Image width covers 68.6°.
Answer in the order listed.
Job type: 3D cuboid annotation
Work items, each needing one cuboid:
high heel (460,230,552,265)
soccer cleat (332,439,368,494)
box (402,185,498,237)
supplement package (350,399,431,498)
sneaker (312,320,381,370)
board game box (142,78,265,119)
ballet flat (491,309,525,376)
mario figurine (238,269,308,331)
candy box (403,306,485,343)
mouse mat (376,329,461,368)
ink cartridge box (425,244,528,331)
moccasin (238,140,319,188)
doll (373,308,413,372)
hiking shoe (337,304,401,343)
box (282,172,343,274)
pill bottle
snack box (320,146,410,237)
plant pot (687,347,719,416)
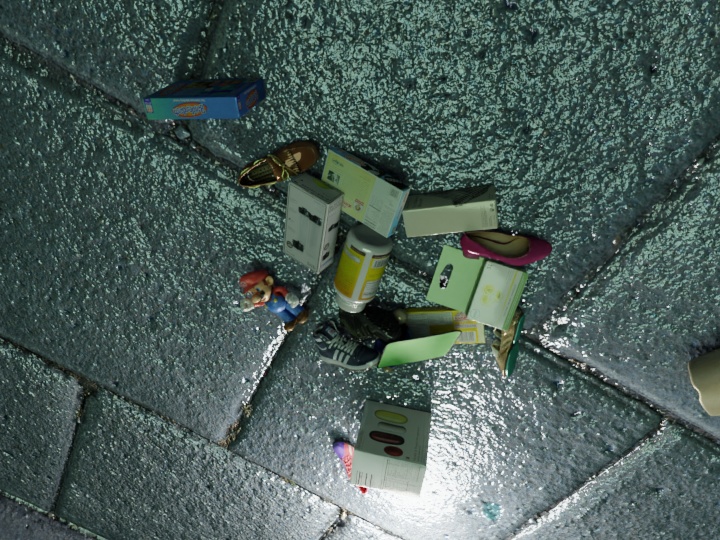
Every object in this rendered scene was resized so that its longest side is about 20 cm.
[{"bbox_3d":[0.317,-0.055,1.143,0.198,0.068,0.096,-5,158,9],"label":"high heel"},{"bbox_3d":[-0.025,0.618,1.666,0.068,0.073,0.201,-23,114,25],"label":"soccer cleat"},{"bbox_3d":[0.195,-0.128,1.144,0.198,0.082,0.069,-5,121,14],"label":"box"},{"bbox_3d":[0.089,0.503,1.497,0.198,0.192,0.148,10,123,6],"label":"supplement package"},{"bbox_3d":[-0.043,0.194,1.383,0.199,0.070,0.109,1,122,38],"label":"sneaker"},{"bbox_3d":[-0.314,-0.352,1.077,0.198,0.153,0.045,3,123,11],"label":"board game box"},{"bbox_3d":[0.363,0.175,1.316,0.065,0.070,0.202,23,126,31],"label":"ballet flat"},{"bbox_3d":[-0.234,0.085,1.357,0.200,0.106,0.124,42,87,-23],"label":"mario figurine"},{"bbox_3d":[0.213,0.139,1.339,0.198,0.026,0.103,-3,116,15],"label":"candy box"},{"bbox_3d":[0.144,0.199,1.320,0.198,0.008,0.161,-7,149,-13],"label":"mouse mat"},{"bbox_3d":[0.269,0.040,1.227,0.198,0.048,0.147,17,103,0],"label":"ink cartridge box"},{"bbox_3d":[-0.183,-0.231,1.166,0.199,0.078,0.074,-10,119,18],"label":"moccasin"},{"bbox_3d":[0.076,0.176,1.366,0.136,0.049,0.201,26,130,10],"label":"doll"},{"bbox_3d":[0.023,0.142,1.323,0.199,0.075,0.102,29,130,37],"label":"hiking shoe"},{"bbox_3d":[-0.111,-0.106,1.203,0.116,0.060,0.201,30,134,22],"label":"box"},{"bbox_3d":[0.000,0.000,1.251,0.108,0.110,0.201,19,124,0],"label":"pill bottle"},{"bbox_3d":[0.002,-0.171,1.144,0.199,0.037,0.117,33,126,19],"label":"snack box"},{"bbox_3d":[0.853,0.238,1.174,0.183,0.201,0.201,-27,113,39],"label":"plant pot"}]
